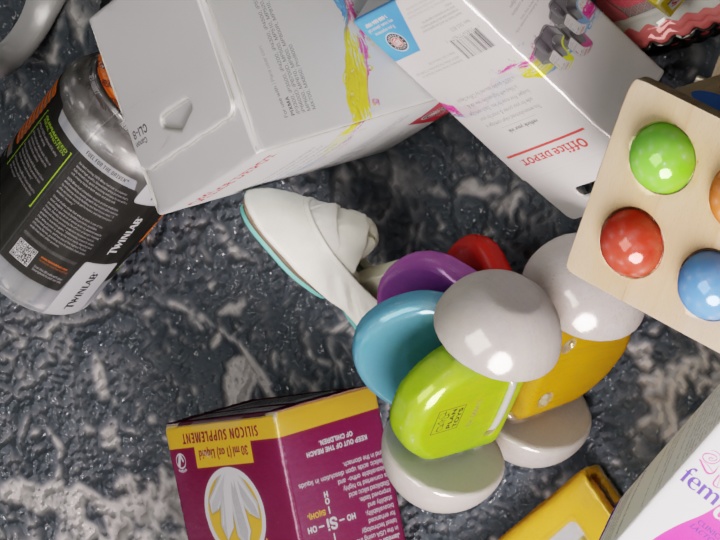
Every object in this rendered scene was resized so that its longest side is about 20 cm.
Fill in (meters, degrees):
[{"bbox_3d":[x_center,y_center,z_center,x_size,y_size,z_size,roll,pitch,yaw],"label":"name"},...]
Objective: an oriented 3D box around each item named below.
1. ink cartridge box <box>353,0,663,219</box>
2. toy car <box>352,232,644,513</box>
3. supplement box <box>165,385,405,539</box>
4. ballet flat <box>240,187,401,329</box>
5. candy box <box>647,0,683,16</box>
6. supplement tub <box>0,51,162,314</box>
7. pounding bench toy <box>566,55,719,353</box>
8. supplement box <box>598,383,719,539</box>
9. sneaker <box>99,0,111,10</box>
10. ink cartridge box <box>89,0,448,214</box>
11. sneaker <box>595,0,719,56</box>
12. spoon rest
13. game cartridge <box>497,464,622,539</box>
[{"bbox_3d":[0.108,-0.128,1.563,0.200,0.068,0.115,42,155,-16],"label":"ink cartridge box"},{"bbox_3d":[0.078,0.045,1.605,0.150,0.199,0.176,44,135,26],"label":"toy car"},{"bbox_3d":[-0.046,0.191,1.749,0.130,0.103,0.202,-11,92,47],"label":"supplement box"},{"bbox_3d":[0.000,0.000,1.683,0.069,0.070,0.200,-21,126,34],"label":"ballet flat"},{"bbox_3d":[0.158,-0.252,1.556,0.102,0.026,0.200,-48,55,3],"label":"candy box"},{"bbox_3d":[-0.196,-0.073,1.806,0.123,0.122,0.200,52,121,15],"label":"supplement tub"},{"bbox_3d":[0.228,-0.073,1.441,0.124,0.156,0.201,29,114,25],"label":"pounding bench toy"},{"bbox_3d":[0.240,0.138,1.544,0.101,0.103,0.200,36,121,1],"label":"supplement box"},{"bbox_3d":[-0.128,-0.225,1.767,0.200,0.082,0.072,133,147,-51],"label":"sneaker"},{"bbox_3d":[-0.048,-0.143,1.631,0.145,0.199,0.146,-27,84,54],"label":"ink cartridge box"},{"bbox_3d":[0.225,-0.195,1.539,0.199,0.074,0.088,-17,87,34],"label":"sneaker"},{"bbox_3d":[-0.240,-0.240,1.856,0.099,0.061,0.201,29,100,25],"label":"spoon rest"},{"bbox_3d":[0.141,0.260,1.694,0.200,0.032,0.177,-43,74,30],"label":"game cartridge"}]
